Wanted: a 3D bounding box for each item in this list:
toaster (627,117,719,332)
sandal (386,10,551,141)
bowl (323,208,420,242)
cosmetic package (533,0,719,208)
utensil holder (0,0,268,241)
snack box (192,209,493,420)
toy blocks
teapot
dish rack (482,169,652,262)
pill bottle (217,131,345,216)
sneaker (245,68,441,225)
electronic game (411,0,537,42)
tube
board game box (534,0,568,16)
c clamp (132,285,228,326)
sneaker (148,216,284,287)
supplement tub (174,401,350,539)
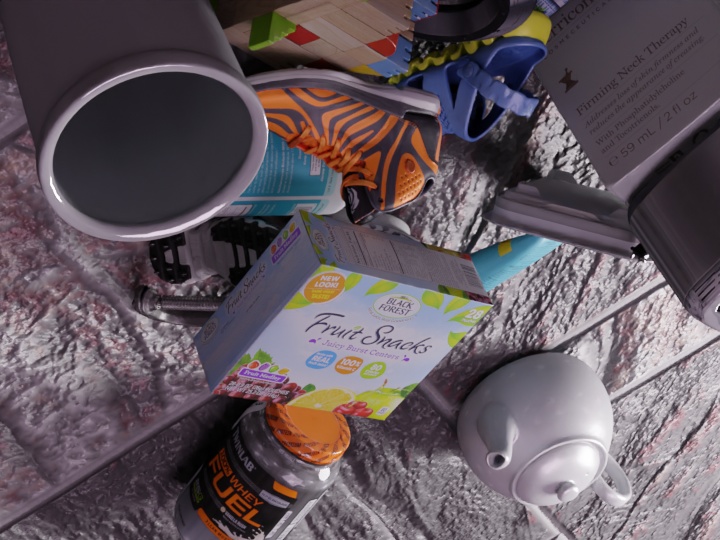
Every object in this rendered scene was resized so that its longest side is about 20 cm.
[{"bbox_3d":[0.315,-0.036,1.343,0.200,0.130,0.113,-43,137,22],"label":"toaster"},{"bbox_3d":[0.089,-0.151,1.422,0.079,0.088,0.200,11,153,-37],"label":"sandal"},{"bbox_3d":[0.000,0.000,1.539,0.199,0.095,0.201,8,161,3],"label":"bowl"},{"bbox_3d":[0.281,-0.158,1.451,0.167,0.201,0.166,-40,139,18],"label":"cosmetic package"},{"bbox_3d":[-0.178,-0.152,1.220,0.169,0.201,0.171,-14,141,-12],"label":"utensil holder"},{"bbox_3d":[-0.015,0.043,1.380,0.199,0.068,0.169,13,130,-41],"label":"snack box"},{"bbox_3d":[-0.015,-0.199,1.281,0.136,0.101,0.199,24,157,-39],"label":"toy blocks"},{"bbox_3d":[0.216,0.203,1.862,0.198,0.147,0.198,-17,140,-12],"label":"teapot"},{"bbox_3d":[0.218,-0.056,1.537,0.200,0.170,0.044,-23,127,-68],"label":"dish rack"},{"bbox_3d":[-0.108,-0.102,1.382,0.198,0.111,0.111,-2,136,-26],"label":"pill bottle"},{"bbox_3d":[-0.018,-0.098,1.320,0.198,0.113,0.077,5,169,-25],"label":"sneaker"},{"bbox_3d":[0.046,-0.246,1.279,0.198,0.042,0.200,18,157,8],"label":"electronic game"},{"bbox_3d":[0.126,-0.002,1.618,0.199,0.051,0.077,-28,175,31],"label":"tube"},{"bbox_3d":[0.171,-0.308,1.339,0.199,0.062,0.200,-37,139,16],"label":"board game box"},{"bbox_3d":[-0.129,0.033,1.500,0.198,0.027,0.171,0,169,23],"label":"c clamp"},{"bbox_3d":[-0.100,-0.022,1.451,0.090,0.199,0.067,-16,102,-41],"label":"sneaker"},{"bbox_3d":[-0.103,0.221,1.734,0.122,0.123,0.200,13,127,-37],"label":"supplement tub"}]
